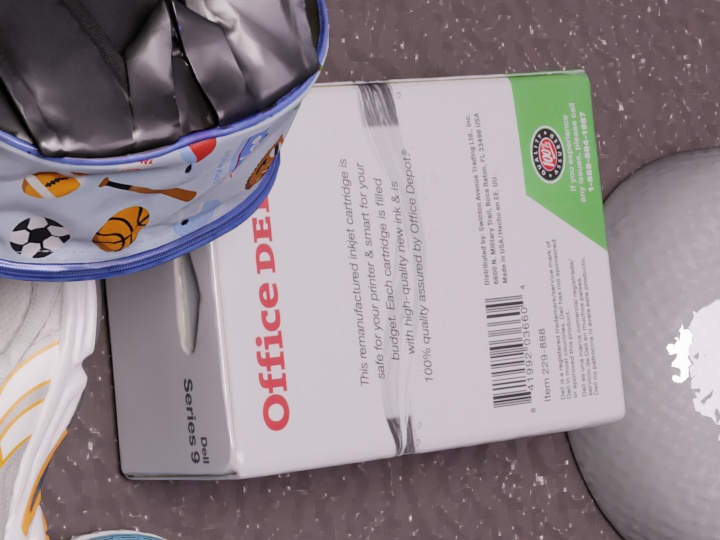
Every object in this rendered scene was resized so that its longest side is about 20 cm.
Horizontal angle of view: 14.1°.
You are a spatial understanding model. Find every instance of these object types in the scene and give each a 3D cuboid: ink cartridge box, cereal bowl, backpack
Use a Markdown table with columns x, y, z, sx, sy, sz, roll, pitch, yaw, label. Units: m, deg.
| x | y | z | sx | sy | sz | roll | pitch | yaw | label |
| --- | --- | --- | --- | --- | --- | --- | --- | --- | --- |
| 0.000 | 0.000 | 1.147 | 0.199 | 0.084 | 0.147 | -5 | 89 | -38 | ink cartridge box |
| 0.186 | 0.042 | 1.292 | 0.199 | 0.083 | 0.201 | 3 | 84 | -37 | cereal bowl |
| -0.110 | -0.087 | 0.982 | 0.199 | 0.154 | 0.191 | -20 | 57 | -26 | backpack |

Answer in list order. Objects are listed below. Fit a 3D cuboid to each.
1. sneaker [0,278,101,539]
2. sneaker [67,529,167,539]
| x | y | z | sx | sy | sz | roll | pitch | yaw | label |
| --- | --- | --- | --- | --- | --- | --- | --- | --- | --- |
| -0.151 | 0.050 | 1.022 | 0.092 | 0.075 | 0.201 | 14 | 77 | -48 | sneaker |
| -0.039 | 0.144 | 1.101 | 0.199 | 0.090 | 0.079 | 15 | 77 | -35 | sneaker |
